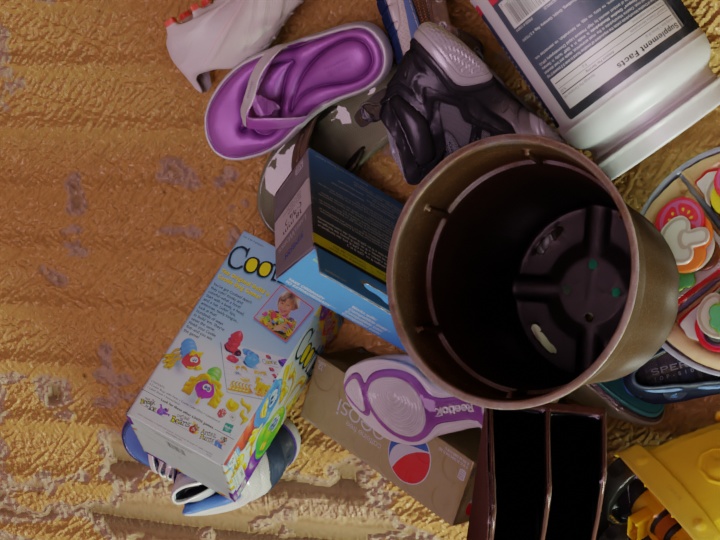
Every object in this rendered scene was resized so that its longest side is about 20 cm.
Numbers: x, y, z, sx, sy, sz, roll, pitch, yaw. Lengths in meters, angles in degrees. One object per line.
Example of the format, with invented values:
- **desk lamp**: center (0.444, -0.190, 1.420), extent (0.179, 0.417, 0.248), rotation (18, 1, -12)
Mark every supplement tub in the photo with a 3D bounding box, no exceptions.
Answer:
- **supplement tub**: center (0.192, -0.189, 1.379), extent (0.140, 0.140, 0.201), rotation (-35, 89, 27)

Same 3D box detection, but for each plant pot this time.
- **plant pot**: center (0.150, 0.010, 1.332), extent (0.198, 0.198, 0.203), rotation (-3, 83, 26)

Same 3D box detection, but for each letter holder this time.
- **letter holder**: center (0.140, 0.228, 1.397), extent (0.099, 0.143, 0.201), rotation (5, 129, 1)

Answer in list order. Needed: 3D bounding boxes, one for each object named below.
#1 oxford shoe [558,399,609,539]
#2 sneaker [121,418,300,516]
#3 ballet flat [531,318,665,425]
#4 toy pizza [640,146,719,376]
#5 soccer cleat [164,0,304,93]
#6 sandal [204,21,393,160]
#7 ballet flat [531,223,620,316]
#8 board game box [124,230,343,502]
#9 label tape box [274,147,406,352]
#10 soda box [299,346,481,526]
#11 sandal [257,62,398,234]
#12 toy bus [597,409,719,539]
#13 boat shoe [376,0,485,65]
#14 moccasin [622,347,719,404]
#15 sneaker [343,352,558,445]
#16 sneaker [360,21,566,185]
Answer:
- **oxford shoe**: center (0.161, 0.183, 1.518), extent (0.084, 0.073, 0.202), rotation (-17, 95, -17)
- **sneaker**: center (-0.167, 0.178, 1.630), extent (0.198, 0.146, 0.081), rotation (2, 105, 22)
- **ballet flat**: center (0.182, 0.070, 1.505), extent (0.200, 0.069, 0.070), rotation (46, 116, 8)
- **toy pizza**: center (0.311, -0.013, 1.385), extent (0.198, 0.032, 0.202), rotation (-7, 70, 22)
- **soccer cleat**: center (-0.090, -0.228, 1.535), extent (0.199, 0.069, 0.078), rotation (-24, 99, 34)
- **sandal**: center (-0.065, -0.161, 1.501), extent (0.202, 0.050, 0.083), rotation (-29, 92, 27)
- **ballet flat**: center (0.163, -0.032, 1.482), extent (0.064, 0.067, 0.201), rotation (-32, 85, 38)
- **board game box**: center (-0.109, 0.087, 1.546), extent (0.104, 0.103, 0.201), rotation (26, 69, 15)
- **label tape box**: center (0.000, 0.000, 1.455), extent (0.143, 0.201, 0.063), rotation (30, 117, -21)
- **soda box**: center (0.039, 0.146, 1.545), extent (0.199, 0.064, 0.068), rotation (32, 115, 34)
- **sandal**: center (-0.029, -0.110, 1.541), extent (0.080, 0.057, 0.201), rotation (45, 115, 4)
- **toy bus**: center (0.306, 0.213, 1.441), extent (0.136, 0.191, 0.201), rotation (47, 155, 37)
- **boat shoe**: center (0.070, -0.181, 1.467), extent (0.072, 0.072, 0.202), rotation (-18, 94, -4)
- **moccasin**: center (0.315, 0.071, 1.418), extent (0.198, 0.068, 0.081), rotation (-25, 83, 10)
- **sneaker**: center (0.083, 0.104, 1.479), extent (0.198, 0.100, 0.076), rotation (2, 105, 24)
- **sneaker**: center (0.090, -0.103, 1.410), extent (0.200, 0.076, 0.114), rotation (41, 99, -20)
